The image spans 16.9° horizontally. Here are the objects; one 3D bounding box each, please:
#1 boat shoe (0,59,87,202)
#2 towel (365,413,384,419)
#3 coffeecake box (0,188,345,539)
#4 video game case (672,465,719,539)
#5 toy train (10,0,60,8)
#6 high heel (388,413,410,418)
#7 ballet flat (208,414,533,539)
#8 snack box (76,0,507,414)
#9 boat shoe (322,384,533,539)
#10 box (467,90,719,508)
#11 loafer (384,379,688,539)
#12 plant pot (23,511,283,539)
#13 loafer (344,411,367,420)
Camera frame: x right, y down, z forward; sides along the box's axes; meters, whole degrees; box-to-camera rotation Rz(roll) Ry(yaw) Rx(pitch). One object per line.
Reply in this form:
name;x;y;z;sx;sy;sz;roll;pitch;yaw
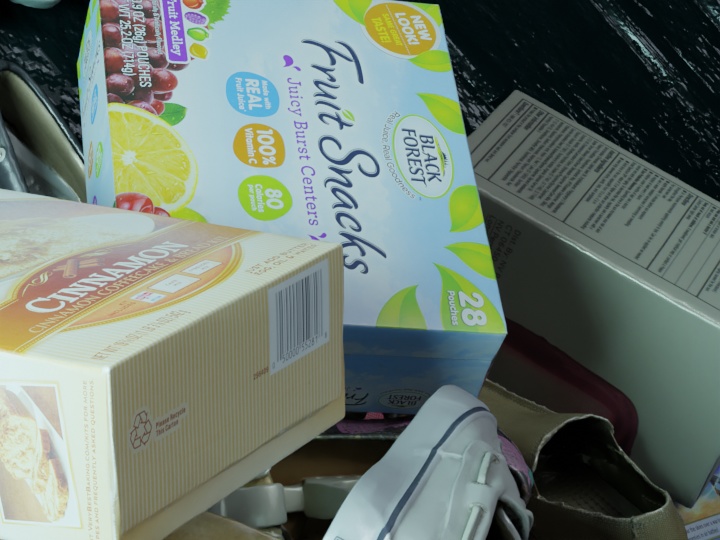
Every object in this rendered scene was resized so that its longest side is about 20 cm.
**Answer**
boat shoe;-0.131;-0.008;1.127;0.074;0.060;0.201;-11;63;-56
towel;-0.051;0.067;1.119;0.146;0.030;0.201;-32;96;-54
coffeecake box;-0.128;0.029;0.876;0.199;0.074;0.153;9;21;28
video game case;0.229;0.165;1.334;0.199;0.045;0.182;-8;60;-49
toy train;-0.186;-0.195;1.255;0.114;0.085;0.199;44;33;17
high heel;0.086;0.132;1.098;0.072;0.141;0.201;69;10;-60
ballet flat;-0.020;0.096;1.031;0.198;0.071;0.070;-6;94;-14
snack box;-0.035;-0.035;1.075;0.167;0.068;0.201;4;51;-15
boat shoe;0.033;0.097;0.916;0.065;0.072;0.200;27;11;8
box;0.127;0.012;1.286;0.199;0.109;0.128;30;31;9
loafer;0.091;0.096;1.185;0.076;0.068;0.199;-24;43;-37
plant pot;-0.030;0.136;0.841;0.199;0.028;0.200;25;9;-4
loafer;0.000;0.000;1.141;0.072;0.063;0.201;38;44;-29
